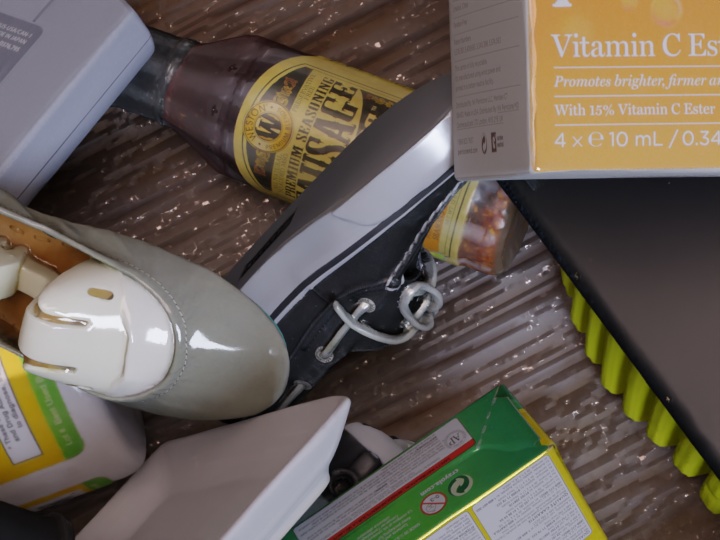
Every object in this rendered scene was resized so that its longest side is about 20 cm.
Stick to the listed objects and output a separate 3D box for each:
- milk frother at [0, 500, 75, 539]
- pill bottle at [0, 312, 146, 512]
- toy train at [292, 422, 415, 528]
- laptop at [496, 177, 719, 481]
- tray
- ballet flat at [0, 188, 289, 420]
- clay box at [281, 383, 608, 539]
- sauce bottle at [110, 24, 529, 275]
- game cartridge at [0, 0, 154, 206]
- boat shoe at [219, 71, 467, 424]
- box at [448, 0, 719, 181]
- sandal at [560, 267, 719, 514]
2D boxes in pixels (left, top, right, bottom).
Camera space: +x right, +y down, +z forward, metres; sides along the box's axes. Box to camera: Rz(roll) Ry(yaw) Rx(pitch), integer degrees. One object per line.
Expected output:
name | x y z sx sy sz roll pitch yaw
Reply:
milk frother | -0.224 0.157 0.808 0.188 0.200 0.181 24 125 -18
pill bottle | -0.198 0.063 0.937 0.200 0.111 0.111 -21 75 2
toy train | -0.043 0.141 0.897 0.085 0.114 0.200 43 86 14
laptop | 0.187 -0.024 0.913 0.200 0.116 0.187 -37 75 4
tray | -0.069 0.099 0.846 0.022 0.200 0.107 47 67 -10
ballet flat | -0.124 0.010 0.845 0.200 0.064 0.068 26 116 12
clay box | 0.053 0.148 0.867 0.115 0.200 0.048 -34 39 -4
sauce bottle | -0.023 -0.058 0.967 0.200 0.066 0.066 18 80 12
game cartridge | -0.185 -0.090 0.967 0.200 0.040 0.133 23 69 35
boat shoe | -0.001 0.002 0.907 0.068 0.074 0.199 39 120 -11
box | 0.101 -0.132 0.801 0.124 0.097 0.201 -2 92 -13
sandal | 0.155 0.041 0.920 0.087 0.080 0.200 -31 77 -18
